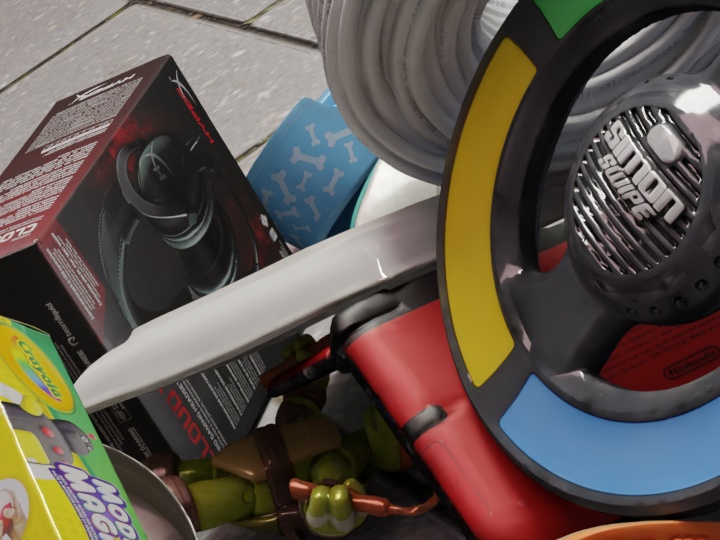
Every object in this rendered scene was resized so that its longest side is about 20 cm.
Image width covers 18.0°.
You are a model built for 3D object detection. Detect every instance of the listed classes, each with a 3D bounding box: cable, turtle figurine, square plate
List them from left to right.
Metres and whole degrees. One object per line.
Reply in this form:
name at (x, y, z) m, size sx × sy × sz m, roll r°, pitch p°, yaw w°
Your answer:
turtle figurine at (-0.042, 0.080, 0.925) m, size 0.161 × 0.065 × 0.200 m, roll -14°, pitch 23°, yaw -4°
square plate at (0.000, 0.000, 0.927) m, size 0.198 × 0.029 × 0.200 m, roll -25°, pitch -2°, yaw 42°
cable at (0.077, -0.113, 0.814) m, size 0.199 × 0.200 × 0.069 m, roll -20°, pitch 53°, yaw -3°

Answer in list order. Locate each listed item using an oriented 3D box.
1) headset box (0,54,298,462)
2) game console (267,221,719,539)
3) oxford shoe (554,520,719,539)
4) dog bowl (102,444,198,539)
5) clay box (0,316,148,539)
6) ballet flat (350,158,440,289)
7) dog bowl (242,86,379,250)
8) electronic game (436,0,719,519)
headset box at (-0.110, 0.016, 1.041) m, size 0.077 × 0.149 × 0.200 m, roll -21°, pitch 23°, yaw 26°
game console at (0.088, 0.035, 0.846) m, size 0.200 × 0.119 × 0.173 m, roll -24°, pitch 56°, yaw -19°
oxford shoe at (0.040, 0.117, 0.687) m, size 0.199 × 0.072 × 0.073 m, roll -12°, pitch 3°, yaw -22°
dog bowl at (-0.134, 0.155, 0.797) m, size 0.199 × 0.059 × 0.201 m, roll -14°, pitch 46°, yaw 15°
clay box at (-0.126, 0.100, 0.737) m, size 0.115 × 0.048 × 0.200 m, roll -51°, pitch 41°, yaw 18°
ballet flat at (0.064, -0.060, 1.105) m, size 0.069 × 0.070 × 0.200 m, roll -12°, pitch 25°, yaw 39°
dog bowl at (0.016, -0.090, 1.154) m, size 0.200 × 0.050 × 0.111 m, roll -50°, pitch -7°, yaw -5°
electronic game at (0.096, -0.022, 0.710) m, size 0.200 × 0.042 × 0.201 m, roll -16°, pitch 68°, yaw 46°
